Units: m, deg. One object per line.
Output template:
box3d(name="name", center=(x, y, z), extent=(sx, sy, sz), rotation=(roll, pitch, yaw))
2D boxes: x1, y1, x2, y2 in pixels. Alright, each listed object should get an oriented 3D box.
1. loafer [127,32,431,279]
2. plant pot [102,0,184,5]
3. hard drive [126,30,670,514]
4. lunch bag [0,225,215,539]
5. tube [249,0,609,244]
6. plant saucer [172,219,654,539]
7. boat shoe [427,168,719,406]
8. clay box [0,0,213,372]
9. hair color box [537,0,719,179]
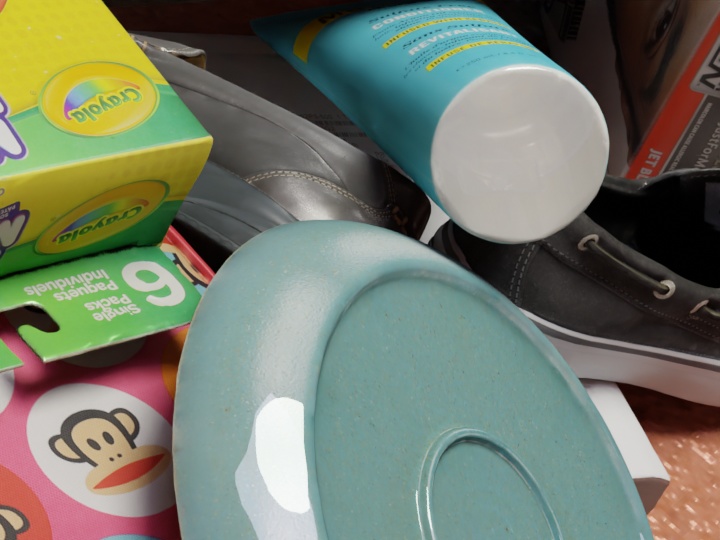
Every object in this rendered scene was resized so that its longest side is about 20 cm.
box3d(name="loafer", center=(-0.071, -0.039, 0.764), extent=(0.200, 0.073, 0.072), rotation=(35, 53, 18))
box3d(name="plant pot", center=(-0.009, -0.165, 0.799), extent=(0.200, 0.187, 0.187), rotation=(-24, 55, -6))
box3d(name="hard drive", center=(0.000, 0.000, 0.813), extent=(0.132, 0.026, 0.200), rotation=(-1, 47, -31))
box3d(name="lunch bag", center=(-0.095, 0.066, 0.641), extent=(0.200, 0.082, 0.176), rotation=(-22, 61, -44))
box3d(name="tube", center=(0.022, -0.060, 0.780), extent=(0.077, 0.050, 0.200), rotation=(-5, 18, -12))
box3d(name="plant saucer", center=(0.028, 0.075, 0.668), extent=(0.200, 0.027, 0.200), rotation=(34, 43, -39))
box3d(name="boat shoe", center=(0.103, -0.005, 0.817), extent=(0.200, 0.066, 0.070), rotation=(10, 40, -44))
box3d(name="clay box", center=(-0.126, -0.060, 0.658), extent=(0.115, 0.048, 0.200), rotation=(-15, 55, -42))
box3d(name="hair color box", center=(0.116, -0.114, 0.940), extent=(0.064, 0.111, 0.200), rotation=(10, 41, -19))
